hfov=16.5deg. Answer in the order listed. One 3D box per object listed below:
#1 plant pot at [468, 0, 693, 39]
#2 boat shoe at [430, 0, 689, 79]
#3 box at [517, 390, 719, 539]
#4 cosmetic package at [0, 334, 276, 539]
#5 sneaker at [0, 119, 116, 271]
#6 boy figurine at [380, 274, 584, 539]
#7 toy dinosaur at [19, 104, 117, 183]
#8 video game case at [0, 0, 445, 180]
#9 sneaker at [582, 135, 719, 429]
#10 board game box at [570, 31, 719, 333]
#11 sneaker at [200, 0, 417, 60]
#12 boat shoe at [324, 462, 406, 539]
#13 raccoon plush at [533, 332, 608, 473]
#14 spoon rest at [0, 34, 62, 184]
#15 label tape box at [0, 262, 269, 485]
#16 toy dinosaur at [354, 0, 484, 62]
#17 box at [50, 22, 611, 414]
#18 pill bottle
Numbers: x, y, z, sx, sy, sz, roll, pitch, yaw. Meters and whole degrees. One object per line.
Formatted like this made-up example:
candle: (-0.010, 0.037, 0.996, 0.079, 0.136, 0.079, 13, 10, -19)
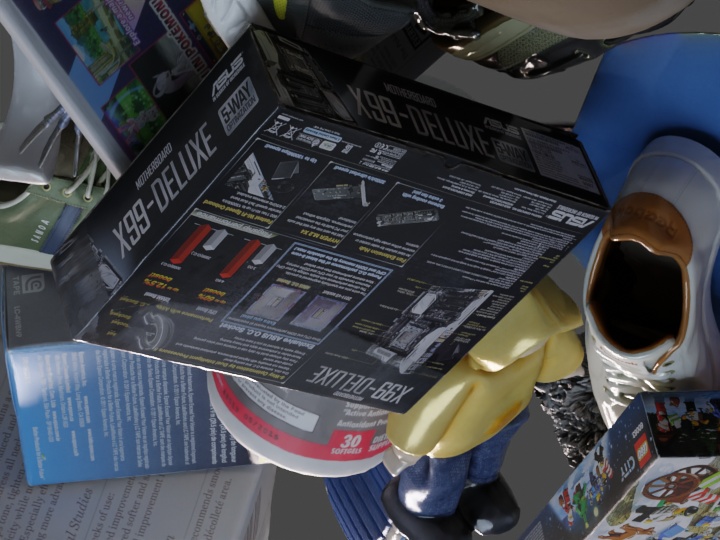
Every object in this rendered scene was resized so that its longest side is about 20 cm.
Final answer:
plant pot: (0.068, -0.181, 0.967, 0.199, 0.201, 0.173, -7, 155, 31)
boat shoe: (0.119, -0.139, 1.088, 0.065, 0.074, 0.200, 25, 149, -37)
box: (0.168, 0.124, 1.274, 0.136, 0.038, 0.200, 0, 149, -21)
cosmetic package: (-0.168, 0.168, 1.534, 0.199, 0.168, 0.167, 15, 145, 5)
sneaker: (-0.142, -0.043, 1.323, 0.199, 0.067, 0.090, 4, 146, 22)
boy figurine: (0.068, 0.060, 1.252, 0.064, 0.124, 0.200, 51, 146, 26)
toy dinosaur: (-0.083, -0.095, 1.187, 0.200, 0.105, 0.181, -47, 145, 16)
video game case: (-0.056, -0.122, 1.106, 0.023, 0.182, 0.200, 39, 167, 47)
sneaker: (0.132, 0.033, 1.207, 0.073, 0.085, 0.201, 18, 137, 22)
board game box: (0.180, -0.050, 1.202, 0.157, 0.039, 0.200, 22, 140, 3)
sneaker: (-0.043, -0.156, 1.015, 0.084, 0.075, 0.200, -21, 141, 17)
boat shoe: (0.038, 0.104, 1.419, 0.072, 0.072, 0.200, 62, 152, 16)
raccoon plush: (0.151, 0.049, 1.306, 0.199, 0.097, 0.134, 29, 136, -15)
spoon rest: (-0.175, -0.139, 1.231, 0.099, 0.061, 0.201, 9, 131, 11)
label tape box: (-0.100, 0.052, 1.424, 0.199, 0.066, 0.144, -7, 144, -7)
toy dinosaur: (0.013, -0.141, 1.087, 0.088, 0.048, 0.201, 5, 123, 7)
box: (-0.011, -0.015, 1.102, 0.199, 0.050, 0.158, 14, 132, -39)
pill bottle: (0.000, 0.000, 1.260, 0.110, 0.111, 0.200, 21, 127, -4)
